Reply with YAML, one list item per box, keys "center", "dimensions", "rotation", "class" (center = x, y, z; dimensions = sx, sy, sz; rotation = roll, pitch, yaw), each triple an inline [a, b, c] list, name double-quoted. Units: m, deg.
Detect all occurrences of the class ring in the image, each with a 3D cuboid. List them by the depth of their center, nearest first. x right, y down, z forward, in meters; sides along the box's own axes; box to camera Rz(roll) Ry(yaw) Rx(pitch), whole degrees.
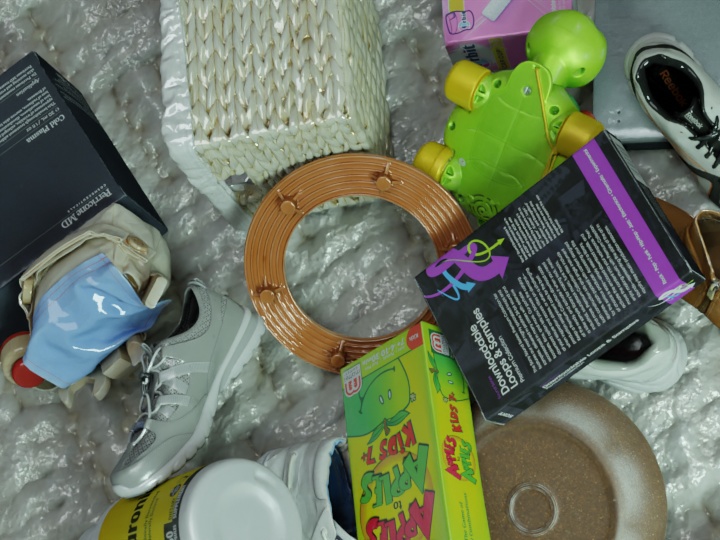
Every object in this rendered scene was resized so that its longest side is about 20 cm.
- center: [0.000, 0.000, 1.299]
  dimensions: [0.200, 0.019, 0.201]
  rotation: [2, 112, 5]
  class: "ring"

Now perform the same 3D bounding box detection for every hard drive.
- center: [0.300, -0.173, 1.326]
  dimensions: [0.199, 0.033, 0.140]
  rotation: [-1, 73, 15]
  class: "hard drive"

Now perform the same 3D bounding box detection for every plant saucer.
- center: [0.140, 0.187, 1.228]
  dimensions: [0.200, 0.037, 0.201]
  rotation: [-1, 87, 24]
  class: "plant saucer"

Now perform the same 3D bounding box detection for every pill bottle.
- center: [-0.147, 0.224, 1.250]
  dimensions: [0.200, 0.111, 0.112]
  rotation: [-26, 63, 45]
  class: "pill bottle"

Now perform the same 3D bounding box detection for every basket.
- center: [-0.069, -0.163, 1.338]
  dimensions: [0.160, 0.198, 0.200]
  rotation: [-8, 70, 11]
  class: "basket"

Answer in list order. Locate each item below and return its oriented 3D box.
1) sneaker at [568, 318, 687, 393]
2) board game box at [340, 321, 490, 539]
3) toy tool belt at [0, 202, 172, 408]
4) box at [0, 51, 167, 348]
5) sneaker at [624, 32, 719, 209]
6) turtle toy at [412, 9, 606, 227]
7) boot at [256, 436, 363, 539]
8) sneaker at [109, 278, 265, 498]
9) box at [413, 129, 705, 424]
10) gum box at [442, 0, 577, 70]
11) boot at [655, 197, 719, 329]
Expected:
- center: [0.160, 0.055, 1.258]
  dimensions: [0.199, 0.099, 0.078]
  rotation: [-4, 72, 14]
  class: "sneaker"
- center: [0.042, 0.153, 1.240]
  dimensions: [0.102, 0.048, 0.200]
  rotation: [-32, 51, 38]
  class: "board game box"
- center: [-0.237, 0.049, 1.328]
  dimensions: [0.200, 0.125, 0.123]
  rotation: [-47, 35, 16]
  class: "toy tool belt"
- center: [-0.314, -0.060, 1.425]
  dimensions: [0.200, 0.104, 0.182]
  rotation: [-36, 67, 3]
  class: "box"
- center: [0.283, -0.104, 1.257]
  dimensions: [0.074, 0.080, 0.200]
  rotation: [-44, 89, 17]
  class: "sneaker"
- center: [0.143, -0.123, 1.305]
  dimensions: [0.146, 0.101, 0.200]
  rotation: [29, 111, 19]
  class: "turtle toy"
- center: [-0.039, 0.233, 1.259]
  dimensions: [0.095, 0.073, 0.200]
  rotation: [-23, 64, 39]
  class: "boot"
- center: [-0.159, 0.096, 1.274]
  dimensions: [0.075, 0.082, 0.200]
  rotation: [-24, 31, 49]
  class: "sneaker"
- center: [0.149, 0.007, 1.207]
  dimensions: [0.200, 0.036, 0.143]
  rotation: [-37, 58, 20]
  class: "box"
- center: [0.131, -0.285, 1.389]
  dimensions: [0.113, 0.066, 0.200]
  rotation: [-6, 72, 12]
  class: "gum box"
- center: [0.263, -0.017, 1.222]
  dimensions: [0.200, 0.155, 0.074]
  rotation: [40, 86, 22]
  class: "boot"
